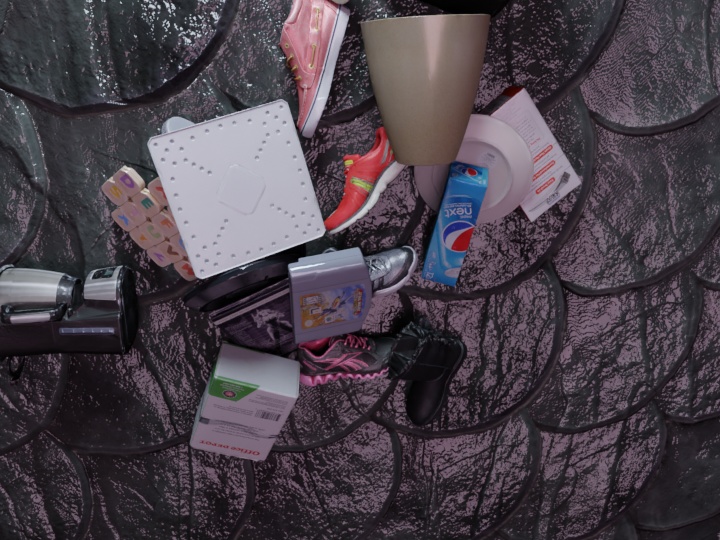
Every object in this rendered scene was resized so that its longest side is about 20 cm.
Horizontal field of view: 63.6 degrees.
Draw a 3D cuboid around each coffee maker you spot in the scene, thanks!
[{"bbox_3d":[-0.468,0.082,0.941,0.197,0.136,0.194,1,133,-10],"label":"coffee maker"}]

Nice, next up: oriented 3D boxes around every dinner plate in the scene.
[{"bbox_3d":[0.186,-0.159,0.965,0.197,0.024,0.202,6,126,9],"label":"dinner plate"}]

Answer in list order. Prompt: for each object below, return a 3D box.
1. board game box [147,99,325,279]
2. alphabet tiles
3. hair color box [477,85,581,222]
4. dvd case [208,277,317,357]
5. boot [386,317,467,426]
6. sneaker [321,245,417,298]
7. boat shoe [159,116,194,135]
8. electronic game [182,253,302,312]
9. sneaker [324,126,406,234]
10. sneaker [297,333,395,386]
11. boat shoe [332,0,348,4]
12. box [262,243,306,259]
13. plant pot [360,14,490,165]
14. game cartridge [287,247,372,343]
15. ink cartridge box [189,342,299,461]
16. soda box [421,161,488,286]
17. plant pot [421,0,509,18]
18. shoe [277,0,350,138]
[{"bbox_3d":[-0.170,-0.115,0.825,0.198,0.026,0.202,-20,106,-14],"label":"board game box"},{"bbox_3d":[-0.307,-0.066,0.890,0.194,0.015,0.201,-16,121,45],"label":"alphabet tiles"},{"bbox_3d":[0.274,-0.197,0.992,0.111,0.064,0.200,-38,110,6],"label":"hair color box"},{"bbox_3d":[-0.145,0.092,0.990,0.147,0.016,0.201,-24,146,3],"label":"dvd case"},{"bbox_3d":[0.107,0.191,1.067,0.162,0.073,0.200,19,101,-48],"label":"boot"},{"bbox_3d":[0.000,0.000,0.985,0.198,0.076,0.114,-26,147,4],"label":"sneaker"},{"bbox_3d":[-0.225,-0.168,0.918,0.199,0.069,0.056,31,138,-27],"label":"boat shoe"},{"bbox_3d":[-0.184,0.018,0.925,0.198,0.200,0.042,-21,84,-2],"label":"electronic game"},{"bbox_3d":[-0.003,-0.150,0.960,0.085,0.077,0.201,39,89,-16],"label":"sneaker"},{"bbox_3d":[-0.024,0.145,1.051,0.197,0.079,0.096,-11,122,-8],"label":"sneaker"},{"bbox_3d":[-0.062,-0.480,0.827,0.201,0.072,0.060,52,54,-10],"label":"boat shoe"},{"bbox_3d":[-0.187,-0.074,0.926,0.197,0.046,0.160,-4,140,-9],"label":"box"},{"bbox_3d":[0.096,-0.265,0.865,0.185,0.188,0.203,-5,111,-8],"label":"plant pot"},{"bbox_3d":[-0.048,0.046,0.935,0.131,0.042,0.201,-8,143,-9],"label":"game cartridge"},{"bbox_3d":[-0.206,0.237,1.025,0.145,0.084,0.201,17,126,-16],"label":"ink cartridge box"},{"bbox_3d":[0.156,-0.075,0.975,0.063,0.068,0.202,14,127,4],"label":"soda box"},{"bbox_3d":[0.154,-0.477,0.804,0.198,0.178,0.202,14,108,-16],"label":"plant pot"},{"bbox_3d":[-0.086,-0.312,0.883,0.090,0.072,0.202,14,102,-14],"label":"shoe"}]
